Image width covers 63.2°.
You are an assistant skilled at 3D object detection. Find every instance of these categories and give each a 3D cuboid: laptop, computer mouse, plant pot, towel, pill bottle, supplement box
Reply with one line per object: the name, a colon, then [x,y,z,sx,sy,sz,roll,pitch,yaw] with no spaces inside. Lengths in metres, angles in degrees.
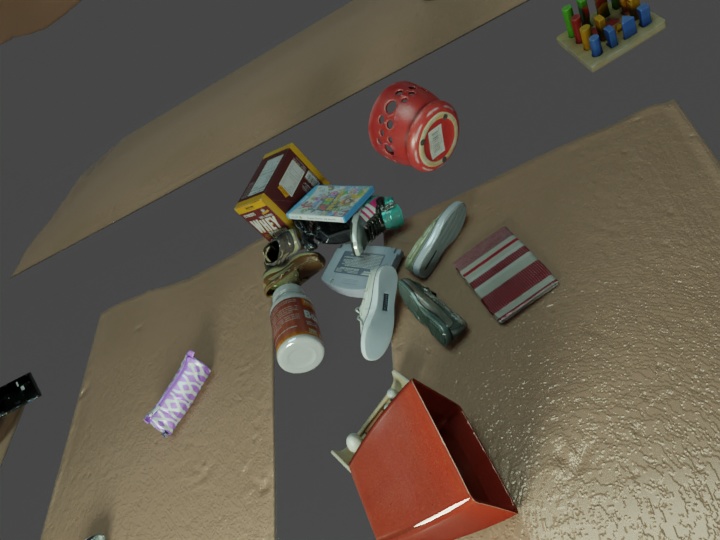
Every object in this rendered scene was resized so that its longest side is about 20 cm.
laptop: [-1.133,0.454,1.900,0.198,0.106,0.175,-30,35,-30]
computer mouse: [-0.068,-0.107,1.519,0.195,0.054,0.140,-14,48,-13]
plant pot: [0.147,-0.367,1.517,0.201,0.201,0.181,-47,49,-10]
towel: [0.294,0.006,1.204,0.142,0.023,0.201,-35,42,3]
plant pot: [0.100,0.326,0.925,0.175,0.199,0.202,-39,51,13]
pill bottle: [-0.153,0.128,1.364,0.111,0.113,0.202,-31,42,9]
supplement box: [-0.201,-0.193,1.607,0.131,0.197,0.203,-8,48,45]

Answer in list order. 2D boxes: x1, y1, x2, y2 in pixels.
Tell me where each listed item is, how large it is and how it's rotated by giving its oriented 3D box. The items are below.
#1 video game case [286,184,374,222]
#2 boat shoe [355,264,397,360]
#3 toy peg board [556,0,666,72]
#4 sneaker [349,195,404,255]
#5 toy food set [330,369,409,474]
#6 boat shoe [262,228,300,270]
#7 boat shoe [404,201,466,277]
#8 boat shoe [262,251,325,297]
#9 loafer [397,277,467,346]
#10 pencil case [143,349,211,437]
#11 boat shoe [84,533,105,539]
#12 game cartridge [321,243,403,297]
video game case: [-0.077,-0.173,1.489,0.196,0.018,0.144,7,43,38]
boat shoe: [0.024,0.090,1.277,0.085,0.073,0.208,-5,75,58]
toy peg board: [0.613,-0.630,1.467,0.197,0.098,0.202,-30,41,12]
sneaker: [0.046,-0.115,1.433,0.117,0.085,0.203,-2,45,17]
toy food set: [0.048,0.299,1.099,0.201,0.061,0.142,-51,41,-11]
boat shoe: [-0.225,-0.051,1.546,0.200,0.072,0.076,-43,66,54]
boat shoe: [0.168,-0.078,1.335,0.061,0.072,0.202,25,74,44]
boat shoe: [-0.173,0.019,1.515,0.197,0.075,0.075,-24,47,30]
loafer: [0.148,0.078,1.226,0.062,0.073,0.201,-25,44,-14]
pencil case: [-0.456,0.306,1.458,0.082,0.086,0.203,9,59,39]
boat shoe: [-0.590,0.668,1.248,0.067,0.073,0.202,-34,30,28]
game cartridge: [0.000,0.000,1.422,0.196,0.042,0.136,7,63,41]
